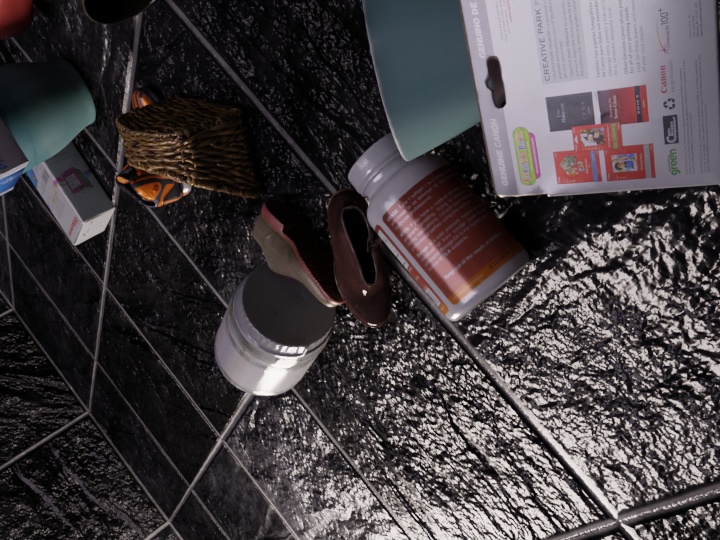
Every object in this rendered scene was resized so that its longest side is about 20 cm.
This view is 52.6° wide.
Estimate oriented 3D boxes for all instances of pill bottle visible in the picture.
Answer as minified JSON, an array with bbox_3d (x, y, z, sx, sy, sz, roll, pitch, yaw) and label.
[{"bbox_3d":[0.080,-0.053,0.798,0.200,0.112,0.112,51,145,9],"label":"pill bottle"}]

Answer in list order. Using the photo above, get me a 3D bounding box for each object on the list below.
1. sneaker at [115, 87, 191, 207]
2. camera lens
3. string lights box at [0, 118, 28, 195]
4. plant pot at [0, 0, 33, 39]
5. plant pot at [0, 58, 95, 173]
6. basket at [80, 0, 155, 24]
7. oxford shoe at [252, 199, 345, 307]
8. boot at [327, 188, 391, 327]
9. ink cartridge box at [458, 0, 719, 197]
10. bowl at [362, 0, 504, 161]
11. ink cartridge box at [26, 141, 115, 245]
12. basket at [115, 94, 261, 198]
[{"bbox_3d":[-0.363,-0.197,1.224,0.077,0.112,0.200,12,126,45],"label":"sneaker"},{"bbox_3d":[-0.136,0.094,1.140,0.160,0.160,0.200,49,145,11],"label":"camera lens"},{"bbox_3d":[-0.663,-0.200,1.306,0.200,0.059,0.103,-14,109,56],"label":"string lights box"},{"bbox_3d":[-0.668,-0.538,1.269,0.200,0.200,0.177,48,136,12],"label":"plant pot"},{"bbox_3d":[-0.620,-0.305,1.383,0.200,0.188,0.200,32,141,30],"label":"plant pot"},{"bbox_3d":[-0.361,-0.473,0.988,0.200,0.136,0.180,58,142,4],"label":"basket"},{"bbox_3d":[-0.088,-0.013,1.054,0.200,0.070,0.075,53,123,29],"label":"oxford shoe"},{"bbox_3d":[0.000,0.000,0.912,0.166,0.072,0.200,-106,1,-75],"label":"boot"},{"bbox_3d":[0.180,-0.166,0.562,0.175,0.084,0.200,-1,118,27],"label":"ink cartridge box"},{"bbox_3d":[0.073,-0.204,0.643,0.105,0.201,0.201,-8,117,12],"label":"bowl"},{"bbox_3d":[-0.639,-0.175,1.606,0.200,0.085,0.144,58,146,0],"label":"ink cartridge box"},{"bbox_3d":[-0.269,-0.168,1.106,0.200,0.143,0.149,21,132,41],"label":"basket"}]
